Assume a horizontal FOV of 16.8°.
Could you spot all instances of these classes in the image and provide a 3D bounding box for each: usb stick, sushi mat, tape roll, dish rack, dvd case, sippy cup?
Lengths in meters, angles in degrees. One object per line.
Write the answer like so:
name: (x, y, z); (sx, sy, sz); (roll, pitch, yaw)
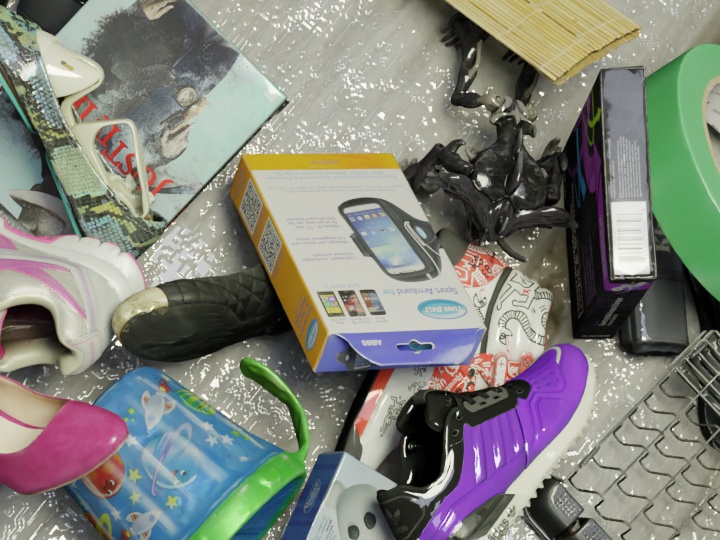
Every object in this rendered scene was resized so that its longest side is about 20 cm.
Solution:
usb stick: (0.206, -0.036, 1.755); (0.055, 0.033, 0.201); (4, 75, -25)
sushi mat: (0.098, -0.203, 1.720); (0.095, 0.012, 0.200); (-31, 56, -31)
tape roll: (0.269, -0.061, 1.713); (0.200, 0.048, 0.201); (31, 44, -34)
dish rack: (0.229, 0.148, 1.699); (0.200, 0.055, 0.153); (-43, 91, -13)
dvd case: (-0.167, -0.094, 1.642); (0.146, 0.022, 0.200); (45, 94, -3)
sippy cup: (-0.125, 0.137, 1.587); (0.130, 0.140, 0.178); (43, 35, 9)

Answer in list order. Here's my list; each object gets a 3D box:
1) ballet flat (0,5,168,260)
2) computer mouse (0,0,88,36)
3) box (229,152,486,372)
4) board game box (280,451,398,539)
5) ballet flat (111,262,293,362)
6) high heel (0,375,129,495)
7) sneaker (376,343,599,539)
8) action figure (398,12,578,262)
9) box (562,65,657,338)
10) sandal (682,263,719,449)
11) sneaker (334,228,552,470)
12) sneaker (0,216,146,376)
ballet flat: (-0.186, -0.099, 1.598); (0.074, 0.074, 0.201); (-31, 104, -19)
computer mouse: (-0.180, -0.165, 1.676); (0.200, 0.053, 0.139); (39, 70, -3)
box: (0.000, 0.000, 1.620); (0.118, 0.042, 0.201); (-1, 46, -27)
board game box: (0.018, 0.254, 1.608); (0.199, 0.043, 0.201); (33, 70, -22)
ballet flat: (-0.099, 0.020, 1.616); (0.200, 0.066, 0.057); (-10, 60, -54)
high heel: (-0.226, 0.083, 1.527); (0.067, 0.199, 0.096); (-44, 116, -30)
sneaker: (0.079, 0.104, 1.602); (0.100, 0.069, 0.200); (46, 58, -13)
action figure: (0.094, -0.081, 1.705); (0.118, 0.102, 0.201); (15, 58, -13)
box: (0.168, -0.041, 1.660); (0.036, 0.200, 0.144); (-2, 77, -1)
sandal: (0.277, 0.030, 1.751); (0.075, 0.048, 0.202); (-1, 79, -14)
sneaker: (0.062, 0.079, 1.674); (0.107, 0.067, 0.202); (27, 70, -4)
sneaker: (-0.243, 0.013, 1.571); (0.199, 0.082, 0.088); (10, 39, 12)
